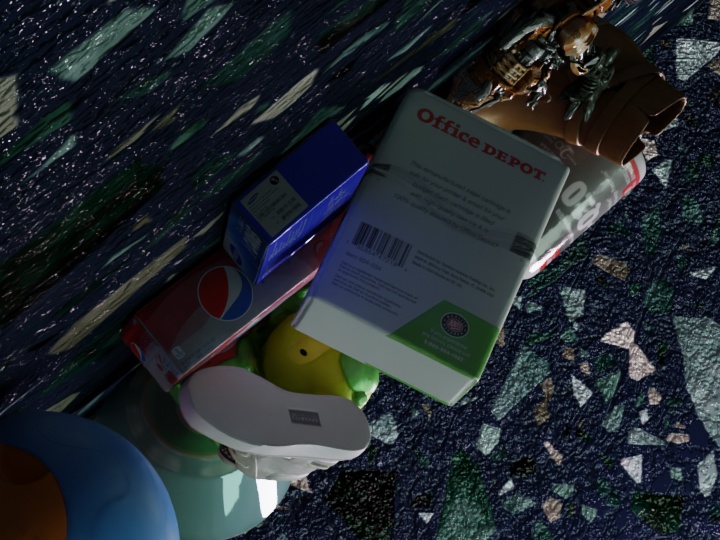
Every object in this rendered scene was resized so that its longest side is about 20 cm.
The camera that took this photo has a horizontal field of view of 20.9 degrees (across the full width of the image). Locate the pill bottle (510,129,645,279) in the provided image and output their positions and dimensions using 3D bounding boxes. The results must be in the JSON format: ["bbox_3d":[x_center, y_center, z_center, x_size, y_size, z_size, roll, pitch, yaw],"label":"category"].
[{"bbox_3d":[0.154,-0.065,1.794,0.200,0.114,0.114,-42,178,-8],"label":"pill bottle"}]

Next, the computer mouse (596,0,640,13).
[{"bbox_3d":[0.209,-0.229,1.998,0.200,0.044,0.110,-41,178,20],"label":"computer mouse"}]

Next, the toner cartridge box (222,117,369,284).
[{"bbox_3d":[-0.051,-0.047,1.444,0.095,0.043,0.200,-39,177,-10],"label":"toner cartridge box"}]

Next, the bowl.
[{"bbox_3d":[-0.154,0.146,1.861,0.201,0.201,0.105,-38,162,-26],"label":"bowl"}]

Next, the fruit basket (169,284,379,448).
[{"bbox_3d":[-0.072,0.064,1.742,0.215,0.156,0.216,-32,-169,7],"label":"fruit basket"}]

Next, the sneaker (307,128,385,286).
[{"bbox_3d":[0.012,-0.052,1.660,0.200,0.098,0.071,-42,175,24],"label":"sneaker"}]

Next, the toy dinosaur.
[{"bbox_3d":[0.167,-0.191,1.632,0.200,0.102,0.136,-19,162,7],"label":"toy dinosaur"}]

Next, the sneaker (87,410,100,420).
[{"bbox_3d":[-0.213,0.145,2.072,0.086,0.078,0.200,-44,176,21],"label":"sneaker"}]

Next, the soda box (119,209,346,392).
[{"bbox_3d":[-0.094,0.010,1.570,0.200,0.063,0.070,-39,178,-25],"label":"soda box"}]

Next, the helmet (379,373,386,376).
[{"bbox_3d":[0.039,0.018,2.045,0.190,0.200,0.200,-15,-165,40],"label":"helmet"}]

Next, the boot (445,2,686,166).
[{"bbox_3d":[0.174,-0.135,1.726,0.200,0.155,0.077,-40,158,-16],"label":"boot"}]

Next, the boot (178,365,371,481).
[{"bbox_3d":[-0.091,0.138,1.620,0.200,0.074,0.096,18,140,-41],"label":"boot"}]

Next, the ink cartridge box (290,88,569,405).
[{"bbox_3d":[0.056,-0.019,1.532,0.200,0.145,0.084,-64,-177,-23],"label":"ink cartridge box"}]

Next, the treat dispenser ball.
[{"bbox_3d":[-0.229,0.201,1.398,0.201,0.201,0.201,-39,177,-2],"label":"treat dispenser ball"}]
